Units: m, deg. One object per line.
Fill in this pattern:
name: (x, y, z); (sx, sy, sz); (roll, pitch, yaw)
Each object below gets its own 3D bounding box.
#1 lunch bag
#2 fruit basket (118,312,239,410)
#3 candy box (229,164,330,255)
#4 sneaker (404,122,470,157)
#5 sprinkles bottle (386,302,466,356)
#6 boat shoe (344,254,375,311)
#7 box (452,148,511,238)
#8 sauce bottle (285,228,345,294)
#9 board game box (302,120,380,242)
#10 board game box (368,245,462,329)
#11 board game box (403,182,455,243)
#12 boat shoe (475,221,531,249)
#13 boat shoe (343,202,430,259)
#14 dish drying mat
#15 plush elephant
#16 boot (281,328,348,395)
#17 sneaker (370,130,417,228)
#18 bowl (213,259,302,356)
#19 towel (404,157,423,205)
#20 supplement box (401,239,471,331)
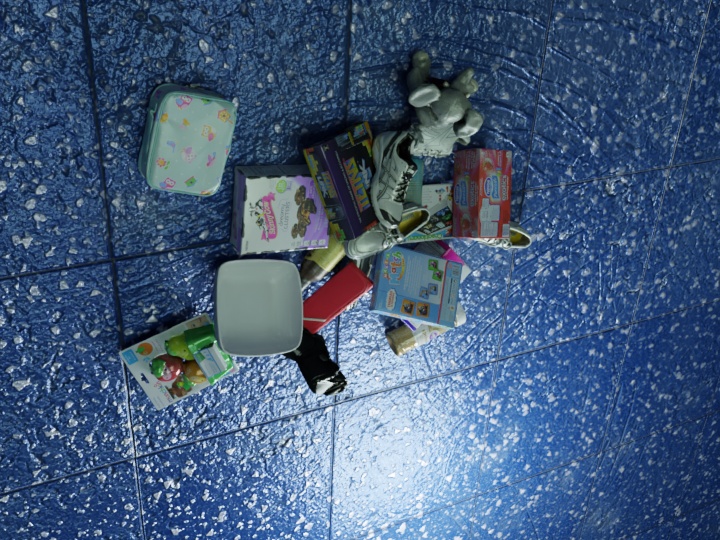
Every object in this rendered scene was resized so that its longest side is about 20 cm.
lunch bag: (-0.324, -0.245, 1.478); (0.159, 0.077, 0.201); (5, 114, -30)
fruit basket: (-0.377, 0.198, 1.689); (0.199, 0.094, 0.186); (-28, 127, -9)
candy box: (-0.160, -0.127, 1.640); (0.199, 0.072, 0.169); (-6, 118, -28)
sneaker: (0.152, -0.280, 1.714); (0.199, 0.074, 0.088); (-25, 90, -13)
sprinkles bottle: (0.163, 0.141, 1.982); (0.199, 0.068, 0.069); (-26, 126, -14)
boat shoe: (0.000, 0.000, 1.804); (0.060, 0.076, 0.201); (2, 116, -24)
box: (0.274, -0.173, 1.806); (0.099, 0.095, 0.202); (-2, 95, -33)
sauce bottle: (-0.085, -0.025, 1.744); (0.200, 0.065, 0.065); (-46, 129, 9)
board game box: (-0.017, -0.182, 1.619); (0.165, 0.056, 0.201); (-38, 114, -47)
board game box: (0.125, 0.036, 1.767); (0.199, 0.037, 0.152); (14, 77, -21)
board game box: (0.134, -0.129, 1.807); (0.199, 0.035, 0.127); (-6, 98, -27)
boat shoe: (0.337, -0.085, 1.931); (0.201, 0.086, 0.075); (12, 110, -35)
boat shoe: (0.063, -0.080, 1.688); (0.201, 0.086, 0.075); (-26, 107, -16)
dish drying mat: (-0.064, 0.065, 1.781); (0.200, 0.018, 0.077); (-39, 106, 26)
plush elephant: (0.173, -0.347, 1.609); (0.164, 0.155, 0.201); (29, 77, -22)
boot: (-0.129, 0.194, 1.777); (0.199, 0.168, 0.077); (22, 111, -37)
sneaker: (0.073, -0.187, 1.616); (0.075, 0.087, 0.202); (2, 83, -54)
bowl: (-0.223, 0.080, 1.683); (0.199, 0.074, 0.202); (0, 84, -33)
towel: (0.043, -0.175, 1.727); (0.199, 0.022, 0.148); (0, 95, -22)
supplement box: (0.146, 0.025, 1.884); (0.200, 0.103, 0.101); (-45, 128, 2)
